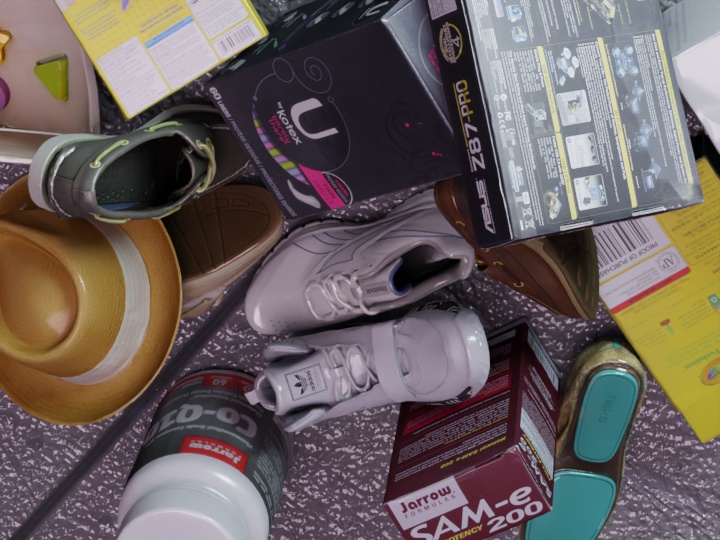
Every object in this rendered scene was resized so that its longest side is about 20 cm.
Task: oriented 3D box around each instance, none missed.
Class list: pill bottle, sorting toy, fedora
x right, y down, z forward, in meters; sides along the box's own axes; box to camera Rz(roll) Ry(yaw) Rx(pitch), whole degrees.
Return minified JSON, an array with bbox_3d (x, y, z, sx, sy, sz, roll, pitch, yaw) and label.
[{"bbox_3d":[-0.118,0.167,1.700,0.114,0.200,0.114,3,115,6],"label":"pill bottle"},{"bbox_3d":[-0.272,-0.164,1.625,0.200,0.107,0.180,6,111,5],"label":"sorting toy"},{"bbox_3d":[-0.227,0.014,1.661,0.200,0.082,0.201,-4,82,26],"label":"fedora"}]

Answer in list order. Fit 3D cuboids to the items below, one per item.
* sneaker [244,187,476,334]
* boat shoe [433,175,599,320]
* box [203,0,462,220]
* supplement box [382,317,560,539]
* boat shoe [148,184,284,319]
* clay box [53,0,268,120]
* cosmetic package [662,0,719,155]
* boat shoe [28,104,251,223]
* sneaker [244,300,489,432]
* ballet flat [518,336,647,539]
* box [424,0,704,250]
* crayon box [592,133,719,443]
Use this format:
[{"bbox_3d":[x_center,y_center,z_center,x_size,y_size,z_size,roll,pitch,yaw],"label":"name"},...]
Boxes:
[{"bbox_3d":[0.000,0.000,1.671,0.200,0.087,0.075,-24,111,18],"label":"sneaker"},{"bbox_3d":[0.112,-0.023,1.568,0.067,0.072,0.200,-7,152,24],"label":"boat shoe"},{"bbox_3d":[0.010,-0.125,1.550,0.200,0.106,0.122,-15,114,49],"label":"box"},{"bbox_3d":[0.084,0.121,1.653,0.109,0.200,0.061,-25,109,18],"label":"supplement box"},{"bbox_3d":[-0.134,0.001,1.706,0.200,0.072,0.065,-30,147,19],"label":"boat shoe"},{"bbox_3d":[-0.162,-0.218,1.558,0.115,0.048,0.200,-30,96,4],"label":"clay box"},{"bbox_3d":[0.291,-0.101,1.574,0.081,0.113,0.200,-31,106,19],"label":"cosmetic package"},{"bbox_3d":[-0.139,-0.071,1.599,0.060,0.202,0.072,18,112,38],"label":"boat shoe"},{"bbox_3d":[0.002,0.074,1.640,0.200,0.115,0.075,-11,94,57],"label":"sneaker"},{"bbox_3d":[0.169,0.136,1.725,0.071,0.071,0.200,16,119,0],"label":"ballet flat"},{"bbox_3d":[0.130,-0.125,1.474,0.161,0.049,0.200,-12,88,-30],"label":"box"},{"bbox_3d":[0.249,0.015,1.666,0.127,0.051,0.200,-29,107,19],"label":"crayon box"}]
